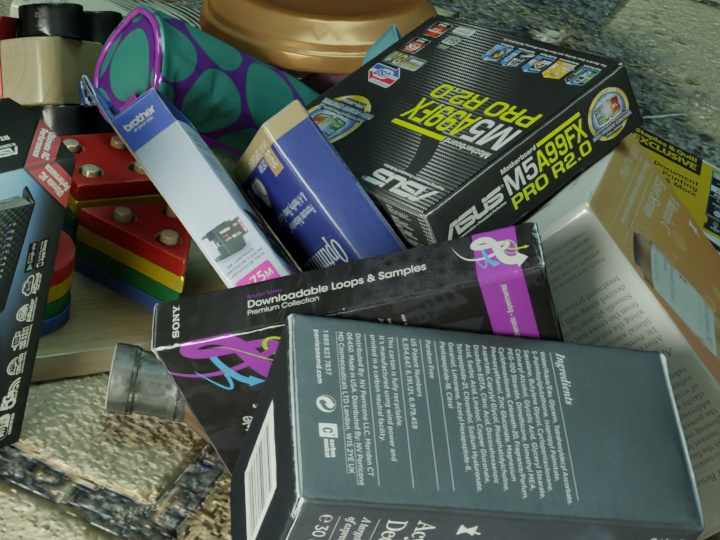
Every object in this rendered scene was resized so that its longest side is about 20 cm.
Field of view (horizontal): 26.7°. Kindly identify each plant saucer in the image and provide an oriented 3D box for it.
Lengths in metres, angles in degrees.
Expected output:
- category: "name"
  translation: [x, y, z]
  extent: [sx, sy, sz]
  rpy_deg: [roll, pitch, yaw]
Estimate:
- category: "plant saucer"
  translation: [-0.029, -0.209, 1.213]
  extent: [0.198, 0.038, 0.201]
  rpy_deg: [4, 27, -2]

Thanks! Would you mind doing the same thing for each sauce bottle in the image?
- category: "sauce bottle"
  translation: [-0.049, 0.080, 0.892]
  extent: [0.198, 0.065, 0.065]
  rpy_deg: [9, 30, -6]

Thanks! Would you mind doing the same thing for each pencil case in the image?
- category: "pencil case"
  translation: [-0.102, -0.118, 1.105]
  extent: [0.085, 0.093, 0.199]
  rpy_deg: [-11, -19, 38]

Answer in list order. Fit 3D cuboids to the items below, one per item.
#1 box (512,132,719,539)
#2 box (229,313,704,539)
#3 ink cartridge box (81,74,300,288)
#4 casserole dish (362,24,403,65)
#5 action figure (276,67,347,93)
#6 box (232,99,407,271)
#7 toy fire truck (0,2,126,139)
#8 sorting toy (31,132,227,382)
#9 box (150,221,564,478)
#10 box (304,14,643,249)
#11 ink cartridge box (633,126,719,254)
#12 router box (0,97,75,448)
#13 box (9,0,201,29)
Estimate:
- category: "box"
  translation: [0.163, 0.041, 0.900]
  extent: [0.201, 0.106, 0.152]
  rpy_deg: [52, 27, -8]
- category: "box"
  translation: [0.045, 0.116, 0.762]
  extent: [0.198, 0.149, 0.108]
  rpy_deg: [5, 49, -14]
- category: "ink cartridge box"
  translation: [-0.090, -0.038, 0.933]
  extent: [0.200, 0.042, 0.119]
  rpy_deg: [51, 0, 8]
- category: "casserole dish"
  translation: [0.046, -0.085, 1.090]
  extent: [0.039, 0.121, 0.201]
  rpy_deg: [-23, 55, 9]
- category: "action figure"
  translation: [0.045, -0.157, 1.242]
  extent: [0.198, 0.150, 0.135]
  rpy_deg: [-5, 41, 23]
- category: "box"
  translation: [0.000, 0.000, 0.909]
  extent: [0.032, 0.121, 0.201]
  rpy_deg: [-38, 91, -16]
- category: "toy fire truck"
  translation: [-0.274, -0.159, 1.147]
  extent: [0.198, 0.130, 0.176]
  rpy_deg: [-1, 5, 17]
- category: "sorting toy"
  translation: [-0.192, -0.019, 0.992]
  extent: [0.199, 0.070, 0.199]
  rpy_deg: [-7, 36, -32]
- category: "box"
  translation: [0.008, 0.050, 0.791]
  extent: [0.198, 0.143, 0.036]
  rpy_deg: [-13, 50, 7]
- category: "box"
  translation: [0.050, -0.086, 0.936]
  extent: [0.160, 0.044, 0.200]
  rpy_deg: [-36, 32, -17]
- category: "ink cartridge box"
  translation: [0.253, -0.012, 1.083]
  extent: [0.199, 0.084, 0.176]
  rpy_deg: [27, 42, -3]
- category: "router box"
  translation: [-0.235, 0.022, 0.768]
  extent: [0.062, 0.201, 0.149]
  rpy_deg: [38, 38, 29]
- category: "box"
  translation: [-0.192, -0.187, 1.277]
  extent: [0.198, 0.069, 0.082]
  rpy_deg: [12, 29, -5]
